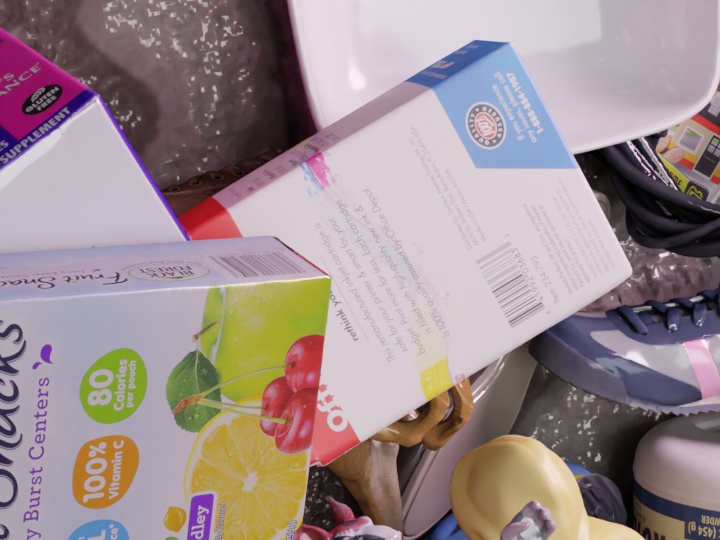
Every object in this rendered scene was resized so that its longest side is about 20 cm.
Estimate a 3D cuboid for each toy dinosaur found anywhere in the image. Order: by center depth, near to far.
[{"bbox_3d":[0.002,0.082,1.001,0.106,0.060,0.201,-22,105,18],"label":"toy dinosaur"}]

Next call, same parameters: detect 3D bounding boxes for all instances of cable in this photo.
[{"bbox_3d":[0.187,-0.097,1.006,0.163,0.051,0.200,44,103,9],"label":"cable"}]

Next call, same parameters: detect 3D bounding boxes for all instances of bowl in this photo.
[{"bbox_3d":[0.058,-0.152,0.966,0.199,0.075,0.201,-10,101,-8],"label":"bowl"}]

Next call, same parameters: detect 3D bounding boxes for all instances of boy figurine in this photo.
[{"bbox_3d":[0.095,0.168,0.989,0.124,0.064,0.201,-39,115,-28],"label":"boy figurine"}]

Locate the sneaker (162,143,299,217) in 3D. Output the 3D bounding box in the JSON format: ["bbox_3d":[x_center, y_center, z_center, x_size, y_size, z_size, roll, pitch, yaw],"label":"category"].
[{"bbox_3d":[-0.050,-0.022,1.000,0.199,0.070,0.076,5,71,-22],"label":"sneaker"}]

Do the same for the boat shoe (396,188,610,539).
[{"bbox_3d":[0.055,0.038,1.057,0.201,0.057,0.067,-60,150,0],"label":"boat shoe"}]

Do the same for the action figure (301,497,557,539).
[{"bbox_3d":[0.036,0.187,0.929,0.134,0.149,0.200,-27,74,-17],"label":"action figure"}]

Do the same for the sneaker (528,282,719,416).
[{"bbox_3d":[0.179,0.026,1.051,0.199,0.070,0.082,6,115,-25],"label":"sneaker"}]

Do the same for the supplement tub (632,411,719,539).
[{"bbox_3d":[0.212,0.182,1.090,0.144,0.145,0.201,-5,100,-22],"label":"supplement tub"}]

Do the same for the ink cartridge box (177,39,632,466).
[{"bbox_3d":[0.000,0.000,0.907,0.199,0.067,0.117,-30,102,-5],"label":"ink cartridge box"}]

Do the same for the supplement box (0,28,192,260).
[{"bbox_3d":[-0.160,-0.032,0.859,0.101,0.200,0.104,-39,124,-13],"label":"supplement box"}]

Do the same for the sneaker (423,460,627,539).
[{"bbox_3d":[0.046,0.169,1.039,0.200,0.078,0.066,-45,120,-27],"label":"sneaker"}]

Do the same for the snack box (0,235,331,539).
[{"bbox_3d":[-0.113,0.066,0.769,0.199,0.053,0.143,-4,111,-31],"label":"snack box"}]

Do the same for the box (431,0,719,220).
[{"bbox_3d":[0.125,-0.125,1.063,0.200,0.035,0.110,37,83,-24],"label":"box"}]
